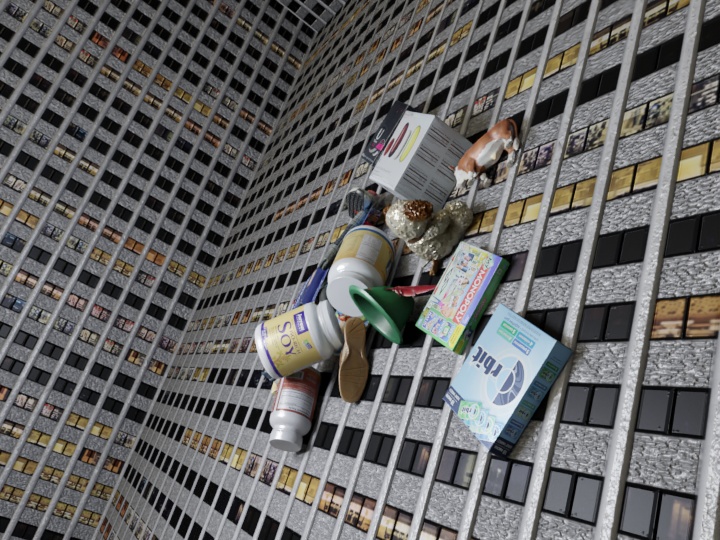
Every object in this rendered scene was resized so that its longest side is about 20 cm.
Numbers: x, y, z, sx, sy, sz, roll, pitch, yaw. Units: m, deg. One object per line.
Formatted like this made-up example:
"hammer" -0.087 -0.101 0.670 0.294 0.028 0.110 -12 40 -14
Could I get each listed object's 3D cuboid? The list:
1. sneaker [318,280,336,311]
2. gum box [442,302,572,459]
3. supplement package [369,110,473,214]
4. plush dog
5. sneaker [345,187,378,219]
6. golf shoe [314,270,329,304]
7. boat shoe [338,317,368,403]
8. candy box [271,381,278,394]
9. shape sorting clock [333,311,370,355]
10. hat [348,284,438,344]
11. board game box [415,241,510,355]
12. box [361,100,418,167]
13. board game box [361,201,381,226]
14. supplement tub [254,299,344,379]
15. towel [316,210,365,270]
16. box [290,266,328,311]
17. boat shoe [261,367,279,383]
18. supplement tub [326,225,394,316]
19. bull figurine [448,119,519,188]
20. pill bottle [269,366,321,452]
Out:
"sneaker" -0.052 0.035 1.634 0.079 0.075 0.202 -33 20 40
"gum box" 0.238 0.177 0.995 0.203 0.044 0.170 -60 25 6
"supplement package" 0.152 -0.274 1.513 0.203 0.145 0.191 -59 24 5
"plush dog" 0.130 -0.096 1.338 0.198 0.169 0.164 -7 57 59
"sneaker" 0.010 -0.212 1.749 0.094 0.070 0.200 -51 -11 -15
"golf shoe" -0.110 0.094 1.733 0.088 0.076 0.204 -43 28 50
"boat shoe" -0.019 0.221 1.436 0.072 0.070 0.206 103 168 -66
"candy box" -0.193 0.259 1.739 0.115 0.055 0.204 -34 36 42
"shape sorting clock" -0.027 0.130 1.571 0.200 0.039 0.203 -45 30 33
"hat" 0.098 0.051 1.352 0.176 0.167 0.199 -43 63 -14
"board game box" 0.202 0.051 1.195 0.204 0.029 0.134 -61 32 0
"box" 0.106 -0.385 1.769 0.203 0.105 0.122 -57 25 8
"board game box" 0.009 -0.098 1.715 0.160 0.038 0.202 -62 1 -43
"supplement tub" -0.151 0.170 1.492 0.195 0.148 0.147 -23 33 5
"towel" -0.061 -0.067 1.741 0.194 0.034 0.200 -53 1 -22
"box" -0.151 0.068 1.686 0.200 0.032 0.123 -44 20 59
"boat shoe" -0.210 0.218 1.680 0.203 0.061 0.075 -58 23 -2
"supplement tub" 0.000 0.000 1.486 0.144 0.144 0.202 -38 20 39
"bull figurine" 0.279 -0.252 1.343 0.201 0.064 0.123 -49 31 31
"pill bottle" -0.171 0.353 1.533 0.111 0.111 0.205 -32 37 46
